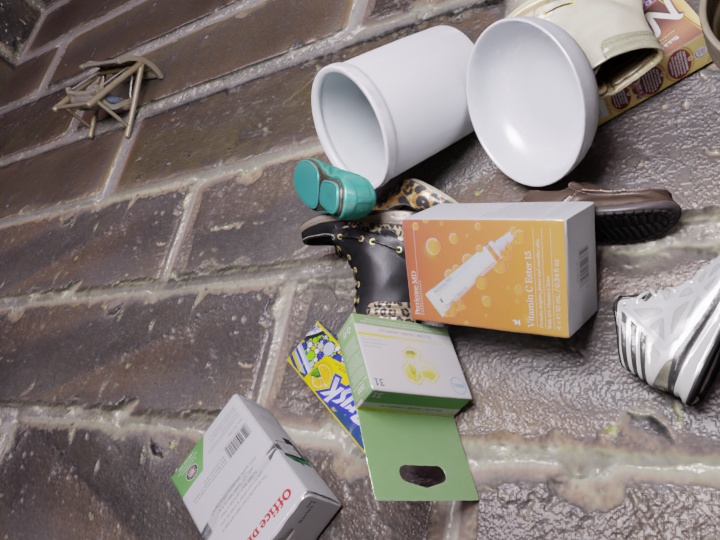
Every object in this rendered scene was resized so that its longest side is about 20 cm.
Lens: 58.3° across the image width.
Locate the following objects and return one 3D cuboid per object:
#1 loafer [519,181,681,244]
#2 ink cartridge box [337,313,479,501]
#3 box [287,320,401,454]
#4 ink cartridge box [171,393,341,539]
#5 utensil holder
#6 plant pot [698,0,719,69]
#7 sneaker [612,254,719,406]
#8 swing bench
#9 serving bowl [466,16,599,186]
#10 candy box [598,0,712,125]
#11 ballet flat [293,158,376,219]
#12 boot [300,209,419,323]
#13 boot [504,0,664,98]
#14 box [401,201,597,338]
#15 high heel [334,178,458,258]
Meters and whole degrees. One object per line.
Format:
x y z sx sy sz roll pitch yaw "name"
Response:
0.266 -0.077 0.753 0.197 0.073 0.072 -1 64 36 "loafer"
0.060 0.149 0.720 0.048 0.143 0.202 -54 38 36 "ink cartridge box"
-0.010 0.154 0.825 0.070 0.064 0.200 -50 45 0 "box"
-0.138 0.283 0.827 0.147 0.084 0.199 -51 46 -1 "ink cartridge box"
0.058 -0.228 0.893 0.198 0.173 0.169 -29 40 -26 "utensil holder"
0.452 -0.222 0.635 0.197 0.173 0.204 -18 54 27 "plant pot"
0.323 0.020 0.649 0.114 0.075 0.203 26 83 41 "sneaker"
-0.633 -0.451 1.620 0.196 0.130 0.203 7 67 40 "swing bench"
0.216 -0.209 0.786 0.065 0.203 0.200 -24 40 -24 "serving bowl"
0.332 -0.269 0.835 0.198 0.056 0.118 -30 49 21 "candy box"
-0.032 -0.106 0.863 0.200 0.069 0.069 -142 57 -62 "ballet flat"
0.000 0.000 0.878 0.196 0.073 0.154 -1 83 27 "boot"
0.263 -0.279 0.810 0.197 0.072 0.158 -19 56 27 "boot"
0.158 -0.008 0.739 0.197 0.097 0.127 3 107 38 "box"
0.048 -0.061 0.924 0.198 0.071 0.145 24 90 40 "high heel"
